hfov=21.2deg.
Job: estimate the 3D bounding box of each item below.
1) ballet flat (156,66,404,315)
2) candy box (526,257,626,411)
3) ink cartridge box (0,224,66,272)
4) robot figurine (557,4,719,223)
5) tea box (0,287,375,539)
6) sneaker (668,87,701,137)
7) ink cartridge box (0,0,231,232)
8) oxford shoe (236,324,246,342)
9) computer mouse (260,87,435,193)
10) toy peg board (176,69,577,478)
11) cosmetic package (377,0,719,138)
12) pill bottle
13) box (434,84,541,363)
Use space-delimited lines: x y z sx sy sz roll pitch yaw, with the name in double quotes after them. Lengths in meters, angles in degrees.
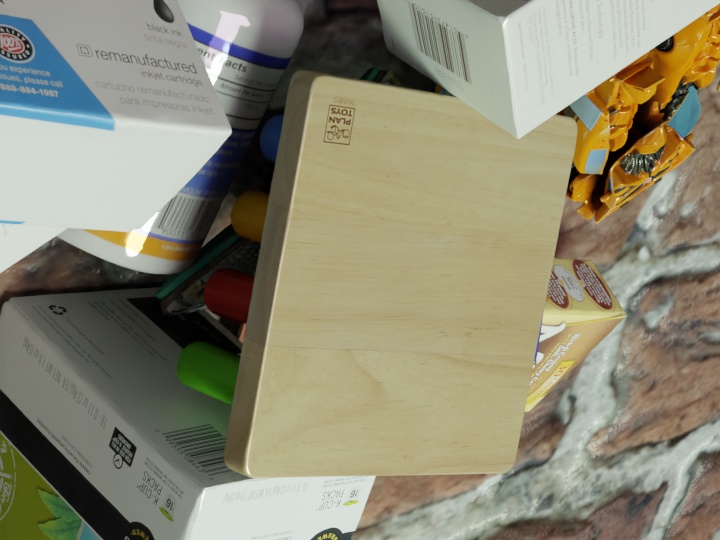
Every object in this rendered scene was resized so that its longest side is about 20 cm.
-0.028 -0.030 1.083 0.200 0.072 0.072 -48 143 -24 "ballet flat"
0.077 0.044 1.317 0.199 0.056 0.116 4 138 -46 "candy box"
-0.239 -0.027 0.917 0.199 0.115 0.068 -35 139 -20 "ink cartridge box"
0.161 -0.096 1.124 0.145 0.058 0.200 -35 162 -16 "robot figurine"
-0.123 0.144 1.100 0.133 0.200 0.198 -4 121 -44 "tea box"
0.180 -0.116 1.315 0.077 0.081 0.200 -45 161 -12 "sneaker"
-0.163 -0.124 0.839 0.146 0.201 0.086 3 147 -47 "ink cartridge box"
-0.052 0.053 1.227 0.201 0.071 0.074 -55 -177 -11 "oxford shoe"
0.008 -0.059 1.203 0.200 0.046 0.141 -50 137 -21 "computer mouse"
0.000 0.000 1.030 0.199 0.097 0.201 5 98 -44 "toy peg board"
0.116 -0.167 0.992 0.200 0.113 0.081 -37 139 -21 "cosmetic package"
-0.097 -0.110 1.002 0.112 0.112 0.201 10 111 -49 "pill bottle"
0.082 -0.038 1.189 0.119 0.041 0.201 -74 157 -48 "box"
